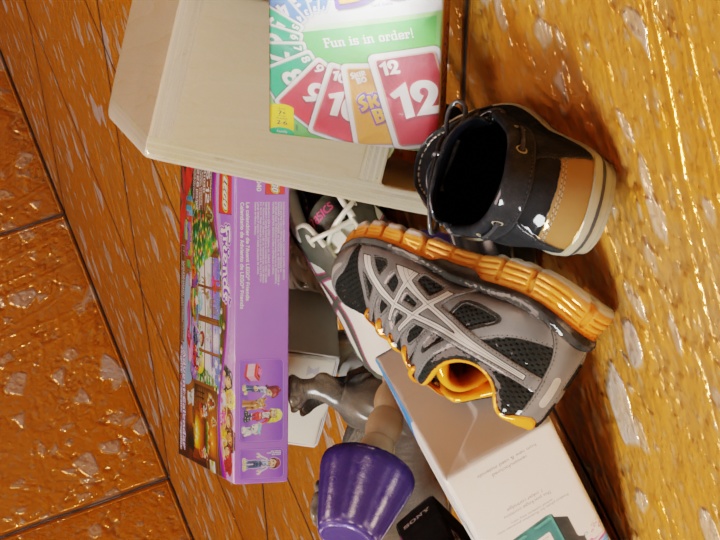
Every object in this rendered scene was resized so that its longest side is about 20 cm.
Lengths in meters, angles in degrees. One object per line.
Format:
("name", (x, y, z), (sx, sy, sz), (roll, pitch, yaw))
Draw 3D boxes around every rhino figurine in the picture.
("rhino figurine", (0.012, 0.143, 1.663), (0.060, 0.087, 0.201), (-85, -14, -61))

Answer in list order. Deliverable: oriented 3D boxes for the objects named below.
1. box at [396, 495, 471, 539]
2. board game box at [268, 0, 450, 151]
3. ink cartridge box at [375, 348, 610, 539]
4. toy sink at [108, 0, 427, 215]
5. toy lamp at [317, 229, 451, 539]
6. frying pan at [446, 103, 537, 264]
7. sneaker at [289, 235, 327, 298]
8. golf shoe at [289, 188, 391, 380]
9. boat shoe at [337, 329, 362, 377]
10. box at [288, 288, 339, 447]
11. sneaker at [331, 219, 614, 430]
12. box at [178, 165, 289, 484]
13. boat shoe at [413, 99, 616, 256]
("box", (0.093, 0.229, 1.506), (0.143, 0.036, 0.200), (46, -173, -24))
("board game box", (0.000, -0.155, 1.345), (0.030, 0.095, 0.201), (-72, -14, -54))
("ink cartridge box", (0.089, 0.130, 1.430), (0.201, 0.067, 0.116), (61, 178, -40))
("toy sink", (-0.035, -0.114, 1.537), (0.130, 0.198, 0.113), (-136, 59, -70))
("toy lamp", (0.019, 0.070, 1.490), (0.058, 0.058, 0.201), (87, -164, -55))
("frying pan", (0.056, -0.052, 1.446), (0.115, 0.031, 0.191), (88, 162, -46))
("sneaker", (-0.020, -0.001, 1.737), (0.200, 0.099, 0.075), (-129, 24, -57))
("golf shoe", (0.000, 0.000, 1.606), (0.088, 0.077, 0.200), (45, -176, -45))
("boat shoe", (0.021, 0.075, 1.731), (0.200, 0.069, 0.071), (-134, 28, -67))
("box", (-0.057, 0.029, 1.810), (0.201, 0.068, 0.083), (-95, 16, -57))
("sneaker", (0.044, 0.027, 1.350), (0.078, 0.078, 0.199), (28, 172, -35))
("box", (-0.083, 0.028, 1.655), (0.137, 0.039, 0.202), (-169, 79, -71))
("boat shoe", (0.062, -0.049, 1.292), (0.200, 0.062, 0.075), (-152, 77, -70))
